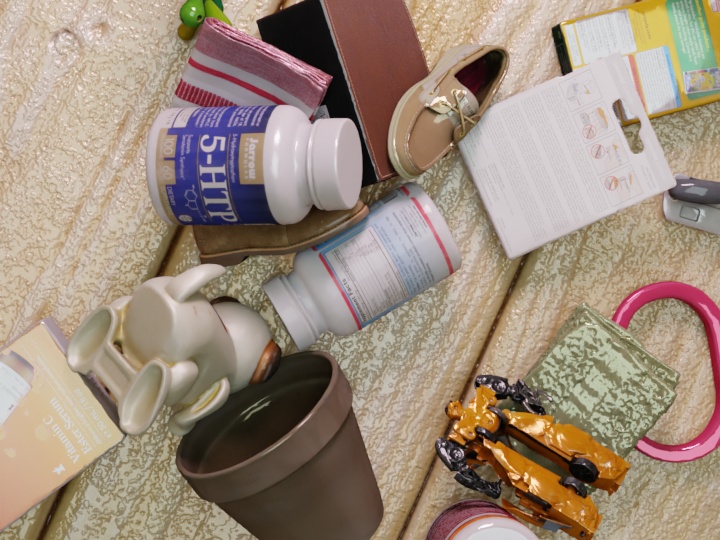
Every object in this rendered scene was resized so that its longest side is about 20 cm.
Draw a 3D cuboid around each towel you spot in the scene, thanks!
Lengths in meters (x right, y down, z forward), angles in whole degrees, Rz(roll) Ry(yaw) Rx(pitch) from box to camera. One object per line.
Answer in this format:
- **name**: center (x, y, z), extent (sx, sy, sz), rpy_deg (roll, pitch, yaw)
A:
- **towel**: center (0.238, 0.151, 1.783), extent (0.148, 0.036, 0.201), rpy_deg (39, 98, 5)
- **towel**: center (-0.130, -0.153, 1.716), extent (0.143, 0.023, 0.201), rpy_deg (25, 127, -5)

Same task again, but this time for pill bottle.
- **pill bottle**: center (0.000, 0.000, 1.745), extent (0.199, 0.109, 0.109), rpy_deg (-31, 93, -4)
- **pill bottle**: center (0.126, 0.301, 1.715), extent (0.112, 0.200, 0.114), rpy_deg (0, 91, -6)
- **pill bottle**: center (-0.105, -0.106, 1.654), extent (0.198, 0.120, 0.121), rpy_deg (0, 91, 17)

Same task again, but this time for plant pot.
- **plant pot**: center (-0.066, 0.212, 1.714), extent (0.199, 0.200, 0.174), rpy_deg (-34, 109, -4)

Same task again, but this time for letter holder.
- **letter holder**: center (-0.003, -0.195, 1.750), extent (0.142, 0.100, 0.202), rpy_deg (-24, 97, -47)

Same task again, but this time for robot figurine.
- **robot figurine**: center (0.174, 0.197, 1.726), extent (0.199, 0.058, 0.145), rpy_deg (30, 56, 11)

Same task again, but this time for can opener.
- **can opener**: center (0.428, -0.058, 1.807), extent (0.198, 0.067, 0.054), rpy_deg (16, 90, -5)

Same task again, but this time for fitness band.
- **fitness band**: center (0.343, 0.113, 1.819), extent (0.142, 0.037, 0.202), rpy_deg (-9, 93, -8)

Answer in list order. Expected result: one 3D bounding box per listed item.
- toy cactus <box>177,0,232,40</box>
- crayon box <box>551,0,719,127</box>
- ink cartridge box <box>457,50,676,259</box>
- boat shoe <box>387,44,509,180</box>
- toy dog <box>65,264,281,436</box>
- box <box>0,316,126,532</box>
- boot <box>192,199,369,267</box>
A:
- **toy cactus**: center (-0.171, -0.308, 1.720), extent (0.101, 0.201, 0.166), rpy_deg (-1, 48, 14)
- **crayon box**: center (0.322, -0.231, 1.802), extent (0.198, 0.052, 0.127), rpy_deg (-14, 93, -4)
- **ink cartridge box**: center (0.218, -0.124, 1.775), extent (0.198, 0.050, 0.162), rpy_deg (-24, 92, 8)
- **boat shoe**: center (0.094, -0.175, 1.725), extent (0.074, 0.066, 0.201), rpy_deg (52, 51, -27)
- **toy dog**: center (-0.175, 0.073, 1.696), extent (0.139, 0.199, 0.195), rpy_deg (33, 101, 31)
- **box**: center (-0.364, 0.168, 1.713), extent (0.199, 0.106, 0.153), rpy_deg (-37, 94, -4)
- **boot**: center (-0.089, -0.057, 1.721), extent (0.198, 0.074, 0.076), rpy_deg (-11, 103, 20)
